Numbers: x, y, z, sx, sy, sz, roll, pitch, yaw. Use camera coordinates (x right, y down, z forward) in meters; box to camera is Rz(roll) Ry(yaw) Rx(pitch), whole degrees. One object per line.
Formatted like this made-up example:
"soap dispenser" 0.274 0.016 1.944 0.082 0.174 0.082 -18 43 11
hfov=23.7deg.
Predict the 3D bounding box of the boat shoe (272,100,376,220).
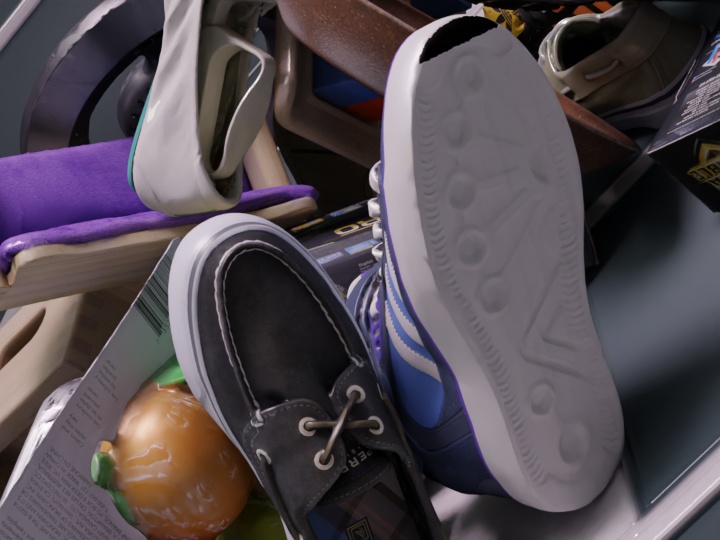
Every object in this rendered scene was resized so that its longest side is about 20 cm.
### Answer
"boat shoe" -0.004 -0.081 1.046 0.200 0.075 0.068 85 -155 -49

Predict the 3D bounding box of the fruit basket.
"fruit basket" -0.066 0.118 0.695 0.094 0.185 0.200 -9 41 47

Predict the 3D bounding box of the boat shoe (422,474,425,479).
"boat shoe" 0.018 0.068 0.809 0.200 0.057 0.067 -42 17 34

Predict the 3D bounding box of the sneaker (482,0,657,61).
"sneaker" 0.113 -0.155 0.942 0.090 0.070 0.200 -29 -6 -5

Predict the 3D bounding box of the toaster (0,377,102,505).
"toaster" -0.116 0.145 0.823 0.114 0.129 0.200 135 156 -76

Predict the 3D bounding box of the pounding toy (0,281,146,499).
"pounding toy" -0.114 0.068 1.027 0.200 0.184 0.142 -40 30 38

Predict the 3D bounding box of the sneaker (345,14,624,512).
"sneaker" 0.022 -0.003 0.677 0.081 0.200 0.146 -28 21 -26

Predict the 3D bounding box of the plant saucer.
"plant saucer" 0.036 -0.093 0.804 0.037 0.200 0.200 -61 12 11

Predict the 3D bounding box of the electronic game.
"electronic game" -0.106 -0.103 1.002 0.200 0.042 0.200 -28 -31 -18

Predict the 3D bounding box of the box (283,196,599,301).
"box" 0.000 0.000 0.863 0.200 0.049 0.161 -19 12 -7

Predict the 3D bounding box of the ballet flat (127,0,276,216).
"ballet flat" -0.066 -0.122 0.849 0.069 0.069 0.200 -141 61 -76

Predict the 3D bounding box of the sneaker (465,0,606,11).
"sneaker" 0.126 -0.172 0.818 0.200 0.081 0.074 -13 7 -10

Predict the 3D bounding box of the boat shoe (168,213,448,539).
"boat shoe" -0.008 0.070 0.643 0.069 0.200 0.057 -29 17 -22

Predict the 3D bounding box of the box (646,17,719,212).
"box" 0.215 -0.117 0.675 0.159 0.046 0.200 -59 15 -26

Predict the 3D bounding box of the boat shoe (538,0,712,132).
"boat shoe" 0.127 -0.109 0.900 0.072 0.062 0.200 -55 14 -12

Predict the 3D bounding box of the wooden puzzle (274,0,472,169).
"wooden puzzle" 0.020 -0.144 0.947 0.046 0.200 0.185 -10 70 30

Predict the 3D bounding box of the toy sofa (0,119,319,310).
"toy sofa" -0.127 -0.037 0.921 0.200 0.083 0.098 -13 -17 -35

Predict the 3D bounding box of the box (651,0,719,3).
"box" 0.090 -0.222 0.770 0.051 0.158 0.200 83 -169 -77
